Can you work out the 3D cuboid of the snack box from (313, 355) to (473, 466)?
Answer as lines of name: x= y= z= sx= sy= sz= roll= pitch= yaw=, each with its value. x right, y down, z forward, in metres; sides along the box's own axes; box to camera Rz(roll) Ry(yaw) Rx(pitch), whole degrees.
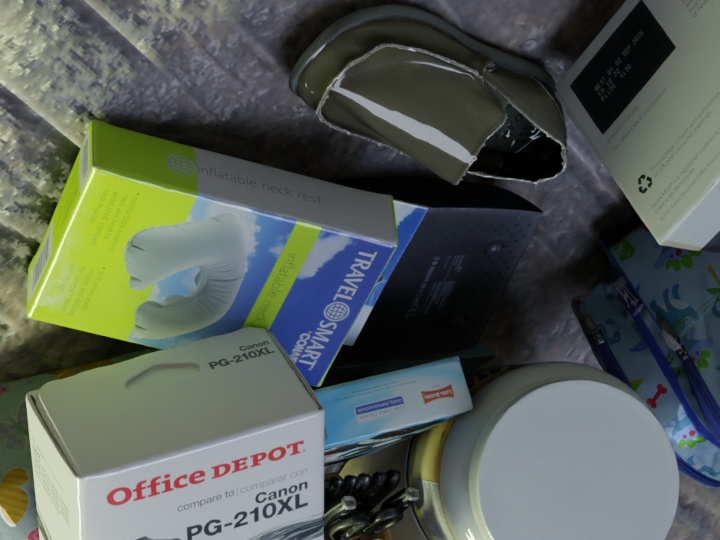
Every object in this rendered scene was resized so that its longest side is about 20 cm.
snack box: x=-0.019 y=0.098 z=1.400 sx=0.116 sy=0.037 sz=0.200 roll=-13 pitch=172 yaw=-19

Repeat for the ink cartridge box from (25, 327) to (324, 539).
ink cartridge box: x=-0.100 y=0.148 z=1.264 sx=0.144 sy=0.084 sz=0.201 roll=-15 pitch=128 yaw=-21

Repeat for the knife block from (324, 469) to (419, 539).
knife block: x=-0.013 y=0.215 z=1.471 sx=0.064 sy=0.176 sz=0.201 roll=-4 pitch=115 yaw=-24

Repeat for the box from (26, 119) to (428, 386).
box: x=-0.073 y=-0.005 z=1.258 sx=0.199 sy=0.048 sz=0.122 roll=14 pitch=130 yaw=-19

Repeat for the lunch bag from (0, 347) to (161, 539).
lunch bag: x=-0.170 y=0.158 z=1.378 sx=0.169 sy=0.127 sz=0.201 roll=-13 pitch=130 yaw=-21

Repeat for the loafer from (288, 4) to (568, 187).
loafer: x=0.049 y=-0.092 z=1.265 sx=0.199 sy=0.070 sz=0.075 roll=8 pitch=131 yaw=-40

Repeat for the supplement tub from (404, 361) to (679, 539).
supplement tub: x=0.112 y=0.129 z=1.405 sx=0.144 sy=0.145 sz=0.200 roll=-22 pitch=180 yaw=-10

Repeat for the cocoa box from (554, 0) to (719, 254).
cocoa box: x=0.236 y=-0.119 z=1.269 sx=0.131 sy=0.134 sz=0.200 roll=8 pitch=132 yaw=-43

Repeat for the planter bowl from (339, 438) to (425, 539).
planter bowl: x=0.094 y=0.187 z=1.586 sx=0.199 sy=0.135 sz=0.201 roll=-19 pitch=144 yaw=-15

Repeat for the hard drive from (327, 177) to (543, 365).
hard drive: x=0.000 y=0.000 z=1.368 sx=0.199 sy=0.042 sz=0.135 roll=-3 pitch=136 yaw=-29

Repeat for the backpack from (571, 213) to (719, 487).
backpack: x=0.246 y=0.059 z=1.476 sx=0.147 sy=0.200 sz=0.183 roll=-41 pitch=144 yaw=16

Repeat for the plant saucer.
plant saucer: x=-0.012 y=0.065 z=1.446 sx=0.199 sy=0.019 sz=0.070 roll=-2 pitch=159 yaw=-32
